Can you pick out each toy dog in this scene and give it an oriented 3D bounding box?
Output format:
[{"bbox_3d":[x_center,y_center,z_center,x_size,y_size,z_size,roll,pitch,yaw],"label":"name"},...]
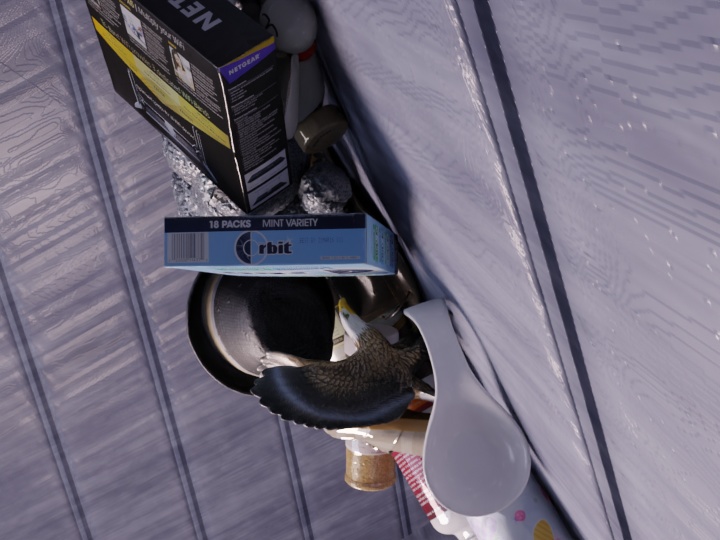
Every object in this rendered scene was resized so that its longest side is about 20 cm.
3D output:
[{"bbox_3d":[-0.077,-0.158,0.762,0.132,0.096,0.200,50,172,30],"label":"toy dog"}]

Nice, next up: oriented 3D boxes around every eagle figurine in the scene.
[{"bbox_3d":[-0.002,0.102,0.927,0.151,0.199,0.152,56,174,41],"label":"eagle figurine"}]

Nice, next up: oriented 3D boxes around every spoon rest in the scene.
[{"bbox_3d":[0.089,0.126,0.820,0.061,0.099,0.201,-155,46,-87],"label":"spoon rest"}]

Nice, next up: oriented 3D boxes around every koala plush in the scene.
[{"bbox_3d":[-0.135,-0.118,0.915,0.178,0.183,0.200,62,-173,15],"label":"koala plush"}]

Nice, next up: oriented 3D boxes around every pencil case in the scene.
[{"bbox_3d":[0.170,0.280,0.877,0.201,0.083,0.091,60,154,21],"label":"pencil case"}]

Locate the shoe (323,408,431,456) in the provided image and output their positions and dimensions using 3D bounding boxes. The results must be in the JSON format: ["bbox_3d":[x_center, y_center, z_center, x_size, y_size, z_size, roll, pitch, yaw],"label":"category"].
[{"bbox_3d":[0.047,0.175,0.958,0.070,0.199,0.054,-11,-81,-63],"label":"shoe"}]

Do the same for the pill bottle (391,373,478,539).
[{"bbox_3d":[0.108,0.225,1.045,0.201,0.113,0.113,60,176,16],"label":"pill bottle"}]

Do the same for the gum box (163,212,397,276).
[{"bbox_3d":[-0.061,-0.019,0.822,0.200,0.169,0.045,12,-103,-81],"label":"gum box"}]

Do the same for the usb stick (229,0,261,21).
[{"bbox_3d":[-0.161,-0.345,0.964,0.201,0.033,0.055,60,177,14],"label":"usb stick"}]

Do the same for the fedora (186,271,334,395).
[{"bbox_3d":[-0.094,0.058,1.027,0.091,0.200,0.201,17,140,56],"label":"fedora"}]

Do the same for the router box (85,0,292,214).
[{"bbox_3d":[-0.141,-0.162,0.726,0.200,0.052,0.158,42,156,26],"label":"router box"}]

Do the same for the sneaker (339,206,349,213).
[{"bbox_3d":[-0.065,-0.065,1.160,0.081,0.086,0.200,62,-168,3],"label":"sneaker"}]

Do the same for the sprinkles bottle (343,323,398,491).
[{"bbox_3d":[0.013,0.170,1.135,0.068,0.068,0.201,-134,43,-73],"label":"sprinkles bottle"}]

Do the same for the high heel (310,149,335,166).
[{"bbox_3d":[-0.106,-0.116,1.092,0.200,0.142,0.072,55,174,51],"label":"high heel"}]

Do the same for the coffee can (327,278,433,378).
[{"bbox_3d":[-0.008,0.081,1.227,0.201,0.146,0.146,61,176,-9],"label":"coffee can"}]

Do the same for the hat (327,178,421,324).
[{"bbox_3d":[0.000,0.000,1.033,0.201,0.081,0.201,61,176,7],"label":"hat"}]
